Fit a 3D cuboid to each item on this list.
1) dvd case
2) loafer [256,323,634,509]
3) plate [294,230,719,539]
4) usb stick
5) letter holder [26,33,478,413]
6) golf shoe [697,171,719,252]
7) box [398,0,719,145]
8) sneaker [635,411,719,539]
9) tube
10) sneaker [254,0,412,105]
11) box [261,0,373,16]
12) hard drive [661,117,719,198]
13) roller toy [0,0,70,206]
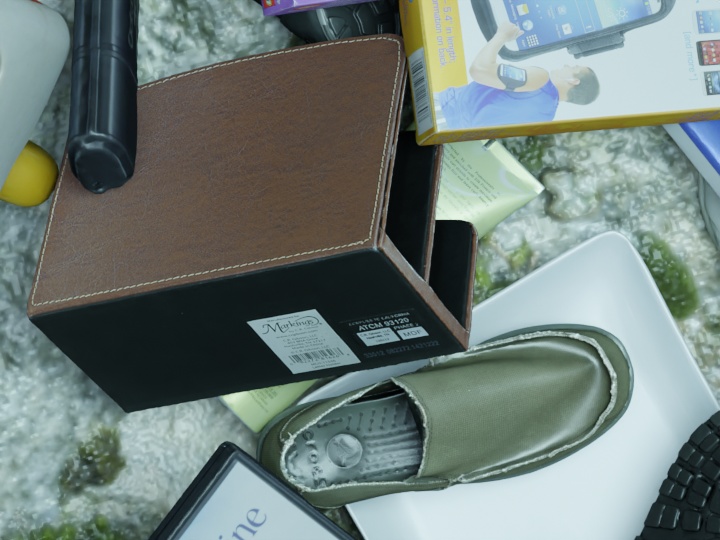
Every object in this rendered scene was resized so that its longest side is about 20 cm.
[{"bbox_3d":[-0.041,0.193,1.492,0.200,0.018,0.143,40,85,-32],"label":"dvd case"},{"bbox_3d":[0.044,0.081,1.518,0.200,0.070,0.075,-19,91,3],"label":"loafer"},{"bbox_3d":[0.097,0.109,1.568,0.200,0.032,0.200,-29,90,3],"label":"plate"},{"bbox_3d":[-0.129,-0.135,1.518,0.033,0.055,0.200,-4,63,8],"label":"usb stick"},{"bbox_3d":[-0.049,-0.026,1.510,0.200,0.101,0.142,-11,53,26],"label":"letter holder"},{"bbox_3d":[0.224,0.004,1.532,0.075,0.092,0.200,-17,90,4],"label":"golf shoe"},{"bbox_3d":[0.120,-0.129,1.460,0.200,0.041,0.119,-6,84,-12],"label":"box"},{"bbox_3d":[0.190,0.146,1.500,0.088,0.076,0.200,21,110,-38],"label":"sneaker"},{"bbox_3d":[0.000,0.000,1.563,0.200,0.052,0.058,-45,127,-1],"label":"tube"},{"bbox_3d":[-0.038,-0.168,1.553,0.076,0.088,0.200,-47,110,-32],"label":"sneaker"},{"bbox_3d":[0.033,-0.210,1.513,0.200,0.039,0.137,-11,91,-27],"label":"box"},{"bbox_3d":[0.207,-0.104,1.521,0.132,0.025,0.200,-34,82,-26],"label":"hard drive"},{"bbox_3d":[-0.250,-0.100,1.500,0.182,0.200,0.140,27,94,20],"label":"roller toy"}]
